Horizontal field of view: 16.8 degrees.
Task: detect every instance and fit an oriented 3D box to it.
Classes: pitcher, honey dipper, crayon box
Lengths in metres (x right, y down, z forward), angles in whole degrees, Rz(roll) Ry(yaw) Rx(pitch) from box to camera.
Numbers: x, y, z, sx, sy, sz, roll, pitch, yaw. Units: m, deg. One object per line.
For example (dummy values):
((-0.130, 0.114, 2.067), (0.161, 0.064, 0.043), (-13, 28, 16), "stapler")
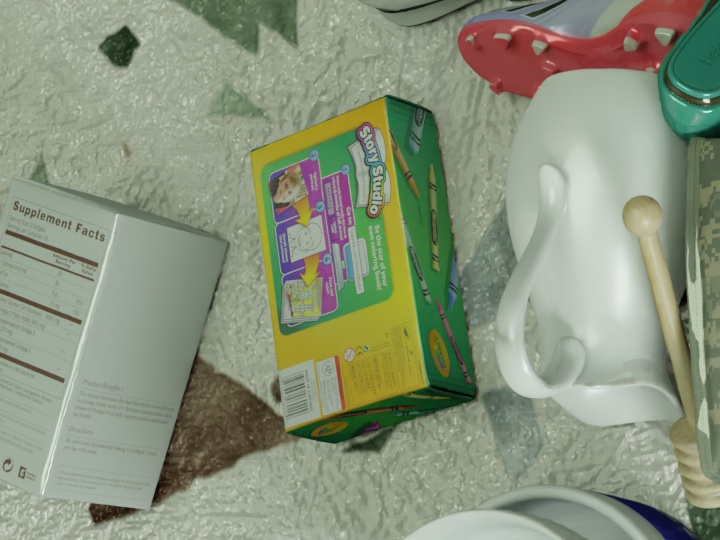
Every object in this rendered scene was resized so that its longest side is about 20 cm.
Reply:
((0.132, -0.017, 1.423), (0.121, 0.171, 0.202), (-3, 80, 32), "pitcher")
((0.182, 0.045, 1.380), (0.038, 0.038, 0.201), (8, 127, 38), "honey dipper")
((0.000, 0.000, 1.593), (0.118, 0.058, 0.201), (-19, 69, 33), "crayon box")

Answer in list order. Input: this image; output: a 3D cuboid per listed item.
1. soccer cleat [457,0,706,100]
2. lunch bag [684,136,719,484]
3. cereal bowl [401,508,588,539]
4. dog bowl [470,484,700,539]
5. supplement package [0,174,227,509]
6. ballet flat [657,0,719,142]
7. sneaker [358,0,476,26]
((0.148, -0.150, 1.517), (0.199, 0.067, 0.077), (-1, 42, 46), "soccer cleat")
((0.271, 0.025, 1.343), (0.163, 0.117, 0.201), (-6, 73, 36), "lunch bag")
((0.088, 0.235, 1.362), (0.199, 0.083, 0.202), (-9, 75, 36), "cereal bowl")
((0.125, 0.230, 1.438), (0.199, 0.079, 0.202), (-9, 76, 37), "dog bowl")
((-0.194, 0.051, 1.696), (0.117, 0.117, 0.201), (18, 92, 39), "supplement package")
((0.234, -0.149, 1.422), (0.067, 0.071, 0.200), (32, 64, 18), "ballet flat")
((0.061, -0.216, 1.553), (0.200, 0.115, 0.076), (-20, 69, 33), "sneaker")
